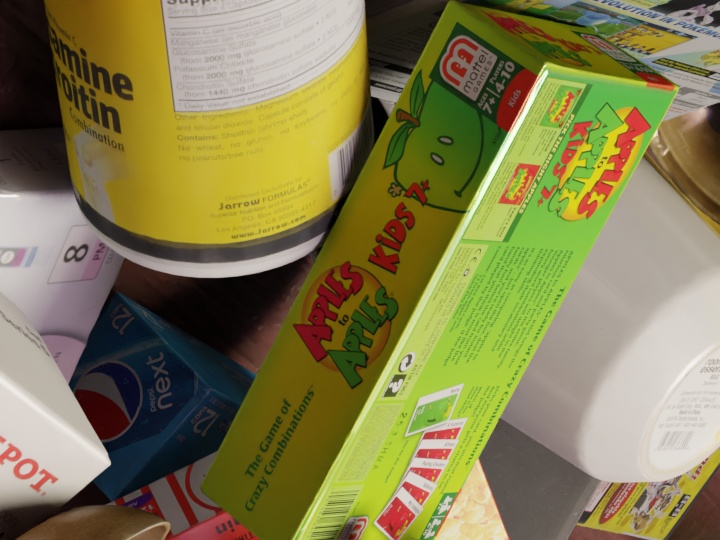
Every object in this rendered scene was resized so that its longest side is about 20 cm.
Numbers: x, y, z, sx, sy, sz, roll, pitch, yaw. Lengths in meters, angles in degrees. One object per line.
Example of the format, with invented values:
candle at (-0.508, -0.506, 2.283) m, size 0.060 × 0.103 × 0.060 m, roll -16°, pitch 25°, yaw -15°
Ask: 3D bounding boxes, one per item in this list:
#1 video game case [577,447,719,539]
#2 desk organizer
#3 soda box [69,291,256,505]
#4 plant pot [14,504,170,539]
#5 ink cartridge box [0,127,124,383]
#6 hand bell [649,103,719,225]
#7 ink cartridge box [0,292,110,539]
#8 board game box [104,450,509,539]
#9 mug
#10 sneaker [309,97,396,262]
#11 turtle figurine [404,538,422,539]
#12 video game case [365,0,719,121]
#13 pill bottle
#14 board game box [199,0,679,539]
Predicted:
video game case at (0.173, 0.054, 1.559) m, size 0.200 × 0.025 × 0.181 m, roll -56°, pitch 148°, yaw 11°
desk organizer at (0.032, 0.143, 1.345) m, size 0.077 × 0.072 × 0.200 m, roll -37°, pitch -166°, yaw 49°
soda box at (-0.058, 0.079, 1.252) m, size 0.064 × 0.068 × 0.200 m, roll -49°, pitch 150°, yaw 4°
plant pot at (-0.152, 0.146, 1.041) m, size 0.200 × 0.028 × 0.200 m, roll -40°, pitch 172°, yaw -6°
ink cartridge box at (-0.183, 0.029, 1.059) m, size 0.200 × 0.057 × 0.163 m, roll -10°, pitch 133°, yaw -53°
hand bell at (0.222, -0.111, 1.277) m, size 0.200 × 0.104 × 0.104 m, roll -41°, pitch 149°, yaw -25°
ink cartridge box at (-0.209, 0.074, 0.998) m, size 0.200 × 0.084 × 0.145 m, roll -41°, pitch 139°, yaw 4°
board game box at (-0.004, 0.152, 1.191) m, size 0.151 × 0.046 × 0.201 m, roll -26°, pitch 121°, yaw -6°
mug at (0.116, 0.005, 1.306) m, size 0.186 × 0.153 × 0.150 m, roll -36°, pitch 147°, yaw -20°
sneaker at (0.000, 0.000, 1.208) m, size 0.082 × 0.075 × 0.201 m, roll 10°, pitch 87°, yaw -40°
turtle figurine at (0.000, 0.150, 1.106) m, size 0.200 × 0.065 × 0.161 m, roll 32°, pitch 140°, yaw -28°
video game case at (0.095, -0.094, 1.110) m, size 0.182 × 0.022 × 0.200 m, roll -18°, pitch 161°, yaw 40°
pill bottle at (-0.054, -0.105, 0.996) m, size 0.112 × 0.112 × 0.201 m, roll -30°, pitch 136°, yaw -28°
board game box at (0.029, 0.006, 1.050) m, size 0.101 × 0.048 × 0.201 m, roll 3°, pitch 119°, yaw -57°
